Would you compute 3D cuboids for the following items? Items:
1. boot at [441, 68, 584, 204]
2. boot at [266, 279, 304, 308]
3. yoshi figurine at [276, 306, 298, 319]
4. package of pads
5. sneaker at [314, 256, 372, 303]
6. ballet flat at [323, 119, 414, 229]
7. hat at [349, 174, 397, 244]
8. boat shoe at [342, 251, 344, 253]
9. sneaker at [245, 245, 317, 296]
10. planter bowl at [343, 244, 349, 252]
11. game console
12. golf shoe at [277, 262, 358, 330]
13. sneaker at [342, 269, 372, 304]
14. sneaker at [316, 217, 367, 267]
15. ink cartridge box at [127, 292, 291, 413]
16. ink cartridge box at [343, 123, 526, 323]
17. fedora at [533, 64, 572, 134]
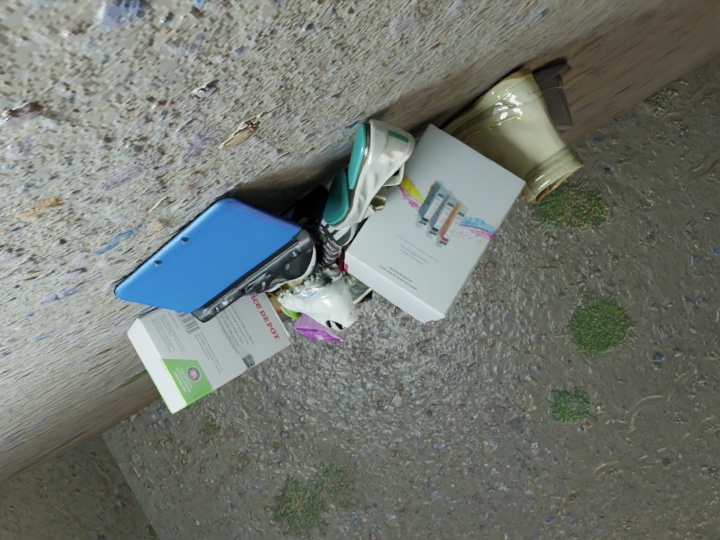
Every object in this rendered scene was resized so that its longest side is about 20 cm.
[{"bbox_3d":[0.189,-0.152,0.806,0.073,0.156,0.200,-29,176,-42],"label":"boot"},{"bbox_3d":[-0.168,0.040,1.063,0.155,0.073,0.200,-32,-179,-7],"label":"boot"},{"bbox_3d":[-0.133,0.022,1.250,0.200,0.112,0.113,-19,-138,32],"label":"yoshi figurine"},{"bbox_3d":[-0.058,0.054,1.292,0.120,0.076,0.200,-3,-122,47],"label":"package of pads"},{"bbox_3d":[-0.027,0.007,1.113,0.087,0.074,0.200,-4,148,16],"label":"sneaker"},{"bbox_3d":[0.009,-0.095,0.659,0.069,0.070,0.200,-30,170,-24],"label":"ballet flat"},{"bbox_3d":[0.027,-0.086,0.984,0.200,0.081,0.201,-32,176,-3],"label":"hat"},{"bbox_3d":[0.039,-0.073,1.317,0.200,0.072,0.076,-29,178,28],"label":"boat shoe"},{"bbox_3d":[-0.137,-0.003,0.856,0.087,0.076,0.200,-21,171,-39],"label":"sneaker"},{"bbox_3d":[0.075,-0.047,1.139,0.135,0.200,0.200,-44,173,16],"label":"planter bowl"},{"bbox_3d":[-0.152,-0.037,0.676,0.200,0.118,0.171,-32,-153,27],"label":"game console"},{"bbox_3d":[-0.064,0.054,0.888,0.078,0.097,0.200,-35,-173,-18],"label":"golf shoe"},{"bbox_3d":[0.000,0.000,1.001,0.200,0.067,0.090,-22,145,11],"label":"sneaker"},{"bbox_3d":[-0.022,-0.073,0.856,0.115,0.076,0.200,-43,-171,-24],"label":"sneaker"},{"bbox_3d":[-0.233,0.106,0.929,0.200,0.146,0.084,-28,176,-38],"label":"ink cartridge box"},{"bbox_3d":[0.091,-0.054,0.774,0.200,0.144,0.145,-56,176,-9],"label":"ink cartridge box"},{"bbox_3d":[0.258,-0.226,0.898,0.177,0.090,0.200,-32,177,25],"label":"fedora"}]
